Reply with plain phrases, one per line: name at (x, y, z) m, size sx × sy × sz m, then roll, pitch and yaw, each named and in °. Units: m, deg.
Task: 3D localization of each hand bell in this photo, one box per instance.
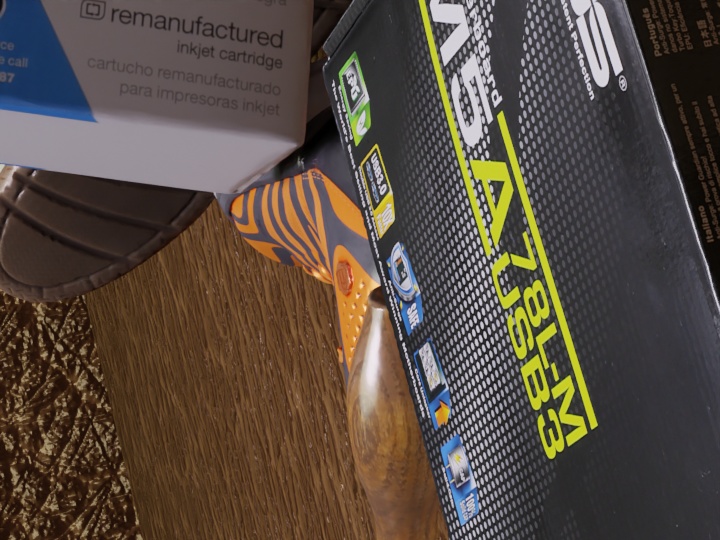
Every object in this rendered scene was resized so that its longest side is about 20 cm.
hand bell at (0.015, 0.096, 0.916) m, size 0.104 × 0.104 × 0.201 m, roll -119°, pitch 22°, yaw -59°

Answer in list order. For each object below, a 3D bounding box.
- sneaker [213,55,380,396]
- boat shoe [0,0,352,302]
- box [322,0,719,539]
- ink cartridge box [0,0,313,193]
sneaker at (0.000, 0.000, 1.012) m, size 0.200 × 0.077 × 0.113 m, roll 122°, pitch 135°, yaw -77°
boat shoe at (-0.070, -0.074, 1.088) m, size 0.072 × 0.200 × 0.076 m, roll 36°, pitch -161°, yaw -30°
box at (0.056, 0.002, 0.694) m, size 0.193 × 0.047 × 0.201 m, roll 131°, pitch 126°, yaw -69°
ink cartridge box at (-0.090, -0.137, 0.950) m, size 0.084 × 0.145 × 0.201 m, roll 151°, pitch 124°, yaw -69°
